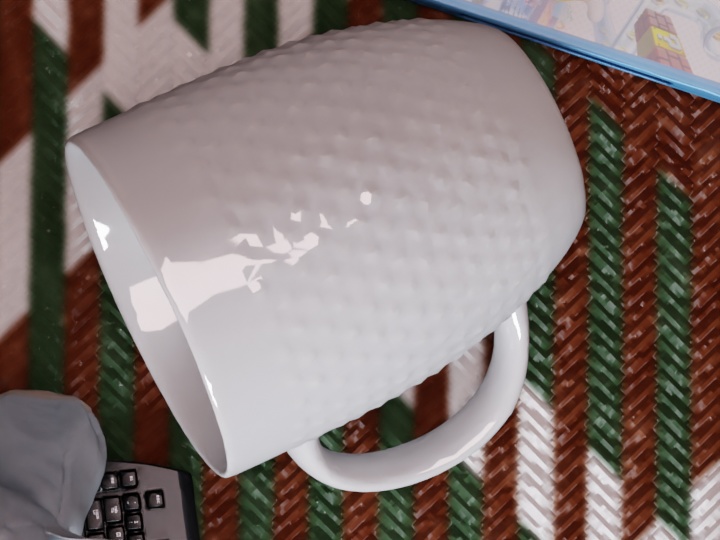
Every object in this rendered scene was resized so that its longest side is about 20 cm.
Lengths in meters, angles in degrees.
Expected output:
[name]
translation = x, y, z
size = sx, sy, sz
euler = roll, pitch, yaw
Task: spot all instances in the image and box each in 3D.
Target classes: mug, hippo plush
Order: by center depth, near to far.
[hippo plush]
translation = -0.163, 0.143, 1.180
size = 0.199, 0.159, 0.161
euler = 19, 117, 19
[mug]
translation = 0.000, 0.000, 1.191
size = 0.175, 0.148, 0.200
euler = -25, 120, -12

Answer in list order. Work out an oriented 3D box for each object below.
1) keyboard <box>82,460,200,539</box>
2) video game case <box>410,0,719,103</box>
[keyboard]
translation = -0.083, 0.176, 1.218
size = 0.104, 0.040, 0.201
euler = -8, 89, -3
[video game case]
translation = 0.108, -0.161, 1.256
size = 0.199, 0.018, 0.144
euler = 18, 86, -3
